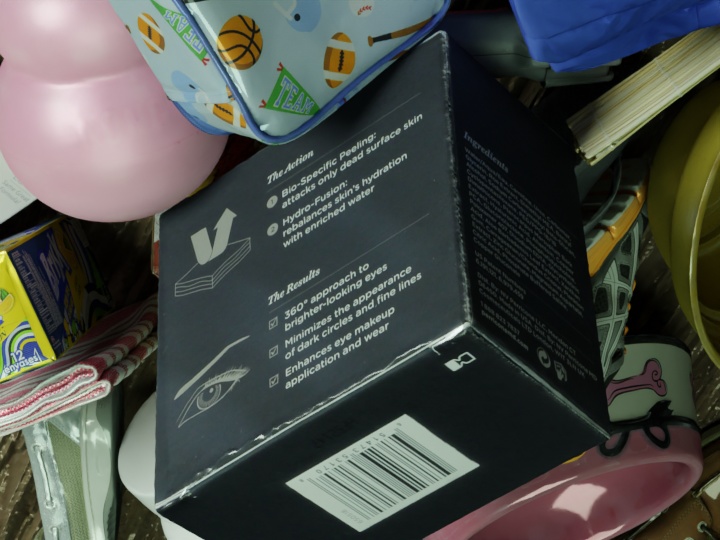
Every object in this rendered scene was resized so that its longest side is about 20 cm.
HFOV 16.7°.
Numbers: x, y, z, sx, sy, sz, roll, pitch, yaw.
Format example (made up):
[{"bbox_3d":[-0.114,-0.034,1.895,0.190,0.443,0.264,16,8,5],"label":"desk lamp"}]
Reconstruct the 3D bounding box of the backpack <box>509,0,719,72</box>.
[{"bbox_3d":[0.152,-0.198,1.170,0.200,0.163,0.168,-21,152,4],"label":"backpack"}]

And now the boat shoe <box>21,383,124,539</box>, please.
[{"bbox_3d":[-0.183,0.149,1.518,0.065,0.074,0.202,5,128,-2],"label":"boat shoe"}]

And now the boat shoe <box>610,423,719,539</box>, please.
[{"bbox_3d":[0.213,0.165,1.555,0.072,0.068,0.200,33,122,-27],"label":"boat shoe"}]

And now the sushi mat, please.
[{"bbox_3d":[0.189,-0.123,1.247,0.200,0.096,0.012,-37,103,6],"label":"sushi mat"}]

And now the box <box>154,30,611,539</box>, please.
[{"bbox_3d":[0.006,0.024,1.212,0.197,0.200,0.117,-31,131,28],"label":"box"}]

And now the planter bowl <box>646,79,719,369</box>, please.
[{"bbox_3d":[0.216,-0.044,1.330,0.200,0.083,0.200,-21,122,-38],"label":"planter bowl"}]

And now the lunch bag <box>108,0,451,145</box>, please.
[{"bbox_3d":[-0.048,-0.167,1.181,0.160,0.076,0.200,-42,119,-23],"label":"lunch bag"}]

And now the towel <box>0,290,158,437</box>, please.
[{"bbox_3d":[-0.180,0.056,1.367,0.146,0.200,0.030,-21,98,14],"label":"towel"}]

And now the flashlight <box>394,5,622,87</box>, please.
[{"bbox_3d":[0.032,-0.123,1.291,0.200,0.068,0.068,-4,164,-6],"label":"flashlight"}]

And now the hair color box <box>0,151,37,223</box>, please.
[{"bbox_3d":[-0.273,-0.047,1.339,0.200,0.065,0.109,-33,125,22],"label":"hair color box"}]

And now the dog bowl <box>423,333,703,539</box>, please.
[{"bbox_3d":[0.113,0.115,1.442,0.200,0.074,0.200,-17,158,-7],"label":"dog bowl"}]

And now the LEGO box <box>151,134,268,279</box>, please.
[{"bbox_3d":[0.000,0.000,1.387,0.149,0.077,0.200,-29,127,21],"label":"LEGO box"}]

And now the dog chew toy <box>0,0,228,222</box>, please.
[{"bbox_3d":[-0.135,-0.126,1.241,0.124,0.125,0.200,-7,121,3],"label":"dog chew toy"}]

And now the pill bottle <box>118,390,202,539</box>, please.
[{"bbox_3d":[-0.050,0.151,1.497,0.113,0.113,0.200,-28,128,20],"label":"pill bottle"}]

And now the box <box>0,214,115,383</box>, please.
[{"bbox_3d":[-0.188,0.017,1.308,0.070,0.200,0.064,-22,95,6],"label":"box"}]

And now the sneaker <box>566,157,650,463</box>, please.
[{"bbox_3d":[0.116,0.019,1.340,0.078,0.200,0.077,-5,134,42],"label":"sneaker"}]

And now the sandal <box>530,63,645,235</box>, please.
[{"bbox_3d":[0.095,-0.030,1.319,0.043,0.076,0.200,45,74,-31],"label":"sandal"}]
